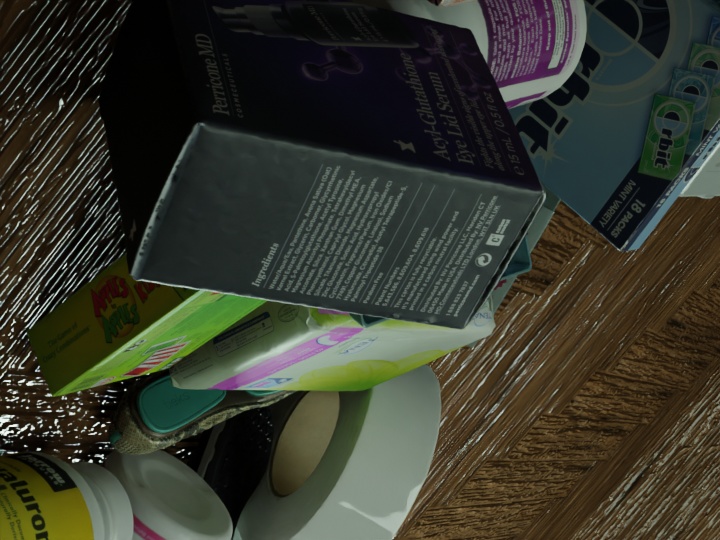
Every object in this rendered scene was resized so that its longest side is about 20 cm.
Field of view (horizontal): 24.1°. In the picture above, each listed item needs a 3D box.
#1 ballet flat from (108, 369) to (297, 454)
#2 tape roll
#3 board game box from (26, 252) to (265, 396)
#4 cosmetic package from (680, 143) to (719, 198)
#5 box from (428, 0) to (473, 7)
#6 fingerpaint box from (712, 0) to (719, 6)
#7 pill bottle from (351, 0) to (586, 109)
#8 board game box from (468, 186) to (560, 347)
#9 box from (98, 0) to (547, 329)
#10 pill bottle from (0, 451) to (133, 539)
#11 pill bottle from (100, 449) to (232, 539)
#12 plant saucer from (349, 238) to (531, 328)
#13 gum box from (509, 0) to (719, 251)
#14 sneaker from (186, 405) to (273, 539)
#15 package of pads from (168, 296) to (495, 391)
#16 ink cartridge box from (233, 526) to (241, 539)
[{"bbox_3d":[-0.110,0.086,1.270,0.199,0.068,0.075,-24,172,-40],"label":"ballet flat"},{"bbox_3d":[-0.020,0.150,1.376,0.202,0.070,0.203,-46,-152,33],"label":"tape roll"},{"bbox_3d":[-0.104,0.009,1.020,0.200,0.048,0.101,-33,167,39],"label":"board game box"},{"bbox_3d":[0.290,-0.188,1.412,0.201,0.166,0.167,-55,159,19],"label":"cosmetic package"},{"bbox_3d":[0.084,-0.231,0.998,0.199,0.103,0.095,-21,148,-50],"label":"box"},{"bbox_3d":[0.247,-0.228,1.195,0.073,0.200,0.167,-34,157,-32],"label":"fingerpaint box"},{"bbox_3d":[0.052,-0.149,1.073,0.199,0.112,0.113,-20,147,-53],"label":"pill bottle"},{"bbox_3d":[0.126,-0.047,1.405,0.148,0.064,0.200,-61,174,32],"label":"board game box"},{"bbox_3d":[-0.026,-0.066,0.893,0.198,0.149,0.105,9,130,-26],"label":"box"},{"bbox_3d":[-0.236,0.177,1.091,0.112,0.111,0.200,-54,160,17],"label":"pill bottle"},{"bbox_3d":[-0.198,0.241,1.288,0.200,0.113,0.113,-52,160,13],"label":"pill bottle"},{"bbox_3d":[0.051,-0.015,1.150,0.019,0.071,0.199,-6,-173,41],"label":"plant saucer"},{"bbox_3d":[0.166,-0.143,1.188,0.170,0.200,0.044,-55,159,19],"label":"gum box"},{"bbox_3d":[-0.141,0.182,1.374,0.072,0.082,0.201,41,66,-53],"label":"sneaker"},{"bbox_3d":[-0.018,0.034,1.192,0.154,0.069,0.199,-26,160,39],"label":"package of pads"},{"bbox_3d":[-0.092,0.227,1.524,0.199,0.083,0.147,-31,154,-37],"label":"ink cartridge box"}]
